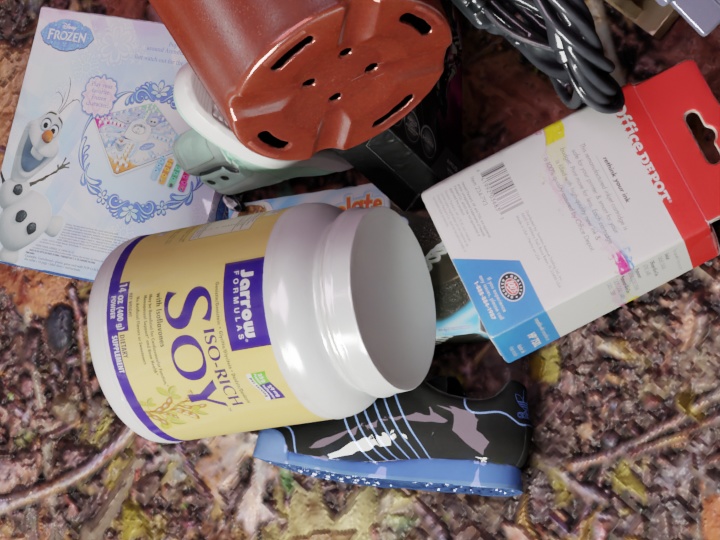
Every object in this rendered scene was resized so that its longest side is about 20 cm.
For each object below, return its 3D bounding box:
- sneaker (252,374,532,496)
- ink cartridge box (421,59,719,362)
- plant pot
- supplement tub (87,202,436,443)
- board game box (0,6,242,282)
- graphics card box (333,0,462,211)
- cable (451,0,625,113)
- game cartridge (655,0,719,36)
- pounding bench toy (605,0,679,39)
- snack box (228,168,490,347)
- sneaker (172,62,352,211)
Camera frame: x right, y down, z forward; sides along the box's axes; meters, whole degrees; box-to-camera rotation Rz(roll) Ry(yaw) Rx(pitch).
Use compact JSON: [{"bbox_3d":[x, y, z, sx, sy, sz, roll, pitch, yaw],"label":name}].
[{"bbox_3d":[0.023,0.107,1.597,0.199,0.070,0.078,3,78,23],"label":"sneaker"},{"bbox_3d":[0.155,-0.040,1.536,0.200,0.067,0.116,-27,68,4],"label":"ink cartridge box"},{"bbox_3d":[-0.047,-0.188,1.463,0.201,0.201,0.196,-37,60,17],"label":"plant pot"},{"bbox_3d":[-0.065,0.034,1.568,0.200,0.145,0.146,-11,75,27],"label":"supplement tub"},{"bbox_3d":[-0.175,-0.087,1.754,0.200,0.043,0.200,11,86,30],"label":"board game box"},{"bbox_3d":[0.023,-0.155,1.592,0.051,0.125,0.200,-10,62,25],"label":"graphics card box"},{"bbox_3d":[0.104,-0.182,1.485,0.051,0.163,0.200,-39,84,-10],"label":"cable"},{"bbox_3d":[0.185,-0.255,1.438,0.200,0.038,0.130,45,94,-5],"label":"game cartridge"},{"bbox_3d":[0.185,-0.283,1.534,0.124,0.156,0.200,42,100,29],"label":"pounding bench toy"},{"bbox_3d":[0.000,0.000,1.645,0.200,0.037,0.117,-8,75,27],"label":"snack box"},{"bbox_3d":[-0.095,-0.089,1.602,0.118,0.200,0.074,-16,73,28],"label":"sneaker"}]
